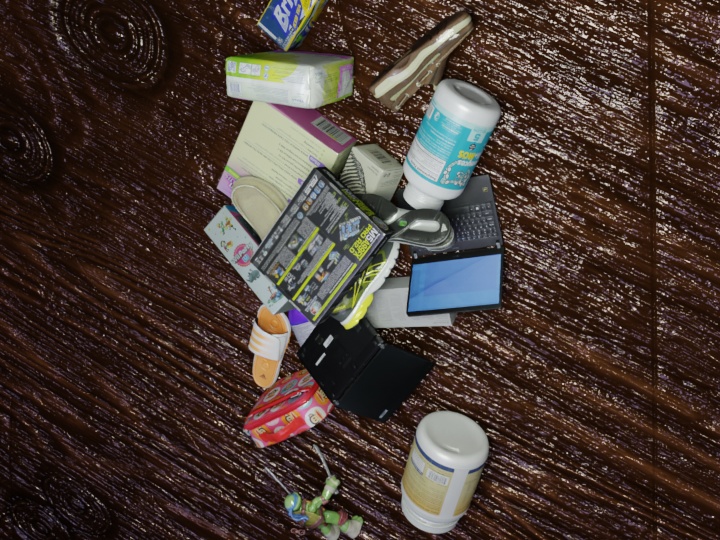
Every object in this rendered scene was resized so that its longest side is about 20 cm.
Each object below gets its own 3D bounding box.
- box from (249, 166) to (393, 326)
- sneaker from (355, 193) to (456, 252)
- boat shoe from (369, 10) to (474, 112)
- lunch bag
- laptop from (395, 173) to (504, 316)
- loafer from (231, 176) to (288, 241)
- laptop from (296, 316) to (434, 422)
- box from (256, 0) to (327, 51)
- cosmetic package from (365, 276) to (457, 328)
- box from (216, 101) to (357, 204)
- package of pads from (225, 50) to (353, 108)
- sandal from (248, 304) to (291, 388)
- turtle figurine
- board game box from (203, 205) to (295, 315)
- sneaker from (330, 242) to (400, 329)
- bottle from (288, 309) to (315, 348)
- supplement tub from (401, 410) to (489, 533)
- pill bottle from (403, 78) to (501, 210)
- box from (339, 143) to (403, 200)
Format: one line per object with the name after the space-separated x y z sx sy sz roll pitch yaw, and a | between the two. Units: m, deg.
-0.066 -0.038 1.191 0.160 0.044 0.201 42 111 10 | box
0.066 -0.065 1.228 0.197 0.115 0.077 14 80 24 | sneaker
0.108 -0.325 1.171 0.201 0.075 0.075 -30 114 37 | boat shoe
-0.139 0.280 1.489 0.198 0.177 0.083 -29 104 30 | lunch bag
0.147 -0.041 1.259 0.174 0.103 0.204 -7 111 25 | laptop
-0.150 -0.081 1.275 0.200 0.068 0.076 42 122 0 | loafer
0.006 0.167 1.399 0.201 0.103 0.178 49 119 22 | laptop
-0.083 -0.458 1.187 0.070 0.064 0.200 41 122 0 | box
0.074 0.058 1.366 0.196 0.051 0.084 -3 114 25 | cosmetic package
-0.132 -0.189 1.315 0.175 0.097 0.202 34 121 5 | box
-0.104 -0.309 1.184 0.152 0.200 0.070 11 113 17 | package of pads
-0.195 0.171 1.532 0.078 0.059 0.210 19 119 14 | sandal
-0.088 0.502 1.633 0.144 0.200 0.194 -41 119 5 | turtle figurine
-0.170 -0.023 1.335 0.064 0.147 0.200 -45 80 15 | board game box
0.000 0.000 1.290 0.084 0.074 0.203 29 85 -15 | sneaker
-0.099 0.095 1.451 0.082 0.065 0.203 -17 106 25 | bottle
0.158 0.392 1.432 0.142 0.145 0.203 21 120 13 | supplement tub
0.137 -0.193 1.188 0.110 0.111 0.202 29 122 8 | pill bottle
-0.004 -0.115 1.300 0.082 0.068 0.202 40 124 25 | box
